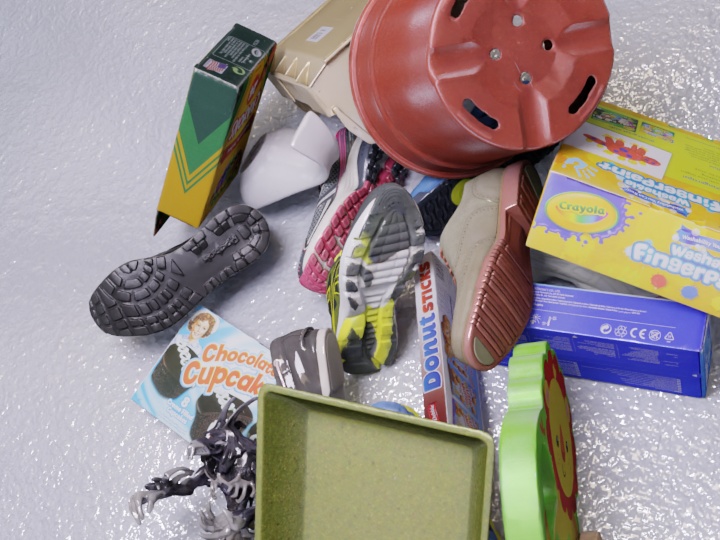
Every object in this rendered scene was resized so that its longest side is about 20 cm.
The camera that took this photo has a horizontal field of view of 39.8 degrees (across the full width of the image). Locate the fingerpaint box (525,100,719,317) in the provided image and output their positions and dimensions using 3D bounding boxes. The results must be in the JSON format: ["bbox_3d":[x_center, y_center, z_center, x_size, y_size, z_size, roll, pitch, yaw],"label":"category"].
[{"bbox_3d":[0.250,-0.051,0.806,0.198,0.074,0.167,20,35,9],"label":"fingerpaint box"}]

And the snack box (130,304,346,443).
[{"bbox_3d":[-0.116,0.127,0.952,0.199,0.037,0.117,28,75,31],"label":"snack box"}]

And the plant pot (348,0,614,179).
[{"bbox_3d":[0.103,-0.174,0.824,0.200,0.201,0.195,-40,12,-3],"label":"plant pot"}]

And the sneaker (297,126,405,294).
[{"bbox_3d":[-0.015,-0.064,0.999,0.074,0.081,0.202,0,54,38],"label":"sneaker"}]

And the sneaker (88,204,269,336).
[{"bbox_3d":[-0.179,0.006,1.020,0.198,0.088,0.076,-29,92,-4],"label":"sneaker"}]

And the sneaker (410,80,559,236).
[{"bbox_3d":[0.114,-0.113,0.982,0.200,0.066,0.078,-40,44,-3],"label":"sneaker"}]

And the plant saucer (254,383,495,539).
[{"bbox_3d":[0.013,0.195,0.775,0.197,0.048,0.203,9,104,26],"label":"plant saucer"}]

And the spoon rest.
[{"bbox_3d":[-0.072,-0.109,1.009,0.100,0.060,0.200,-61,18,-14],"label":"spoon rest"}]

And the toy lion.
[{"bbox_3d":[0.137,0.150,0.751,0.068,0.200,0.195,-8,79,19],"label":"toy lion"}]

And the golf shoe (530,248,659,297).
[{"bbox_3d":[0.199,-0.025,0.880,0.197,0.092,0.076,7,64,23],"label":"golf shoe"}]

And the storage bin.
[{"bbox_3d":[0.016,-0.231,1.008,0.198,0.094,0.200,-42,25,-3],"label":"storage bin"}]

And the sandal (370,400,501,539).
[{"bbox_3d":[0.048,0.185,0.828,0.079,0.087,0.201,-36,58,-3],"label":"sandal"}]

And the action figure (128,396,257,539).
[{"bbox_3d":[-0.128,0.208,0.845,0.118,0.101,0.203,-6,79,41],"label":"action figure"}]

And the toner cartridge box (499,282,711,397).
[{"bbox_3d":[0.189,0.055,0.837,0.197,0.095,0.044,8,65,24],"label":"toner cartridge box"}]

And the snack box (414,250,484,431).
[{"bbox_3d":[0.077,0.080,0.856,0.024,0.072,0.202,-23,44,22],"label":"snack box"}]

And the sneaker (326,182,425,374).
[{"bbox_3d":[0.000,0.000,0.896,0.073,0.202,0.085,-4,40,-23],"label":"sneaker"}]

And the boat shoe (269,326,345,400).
[{"bbox_3d":[-0.038,0.150,0.864,0.056,0.067,0.203,-8,88,17],"label":"boat shoe"}]

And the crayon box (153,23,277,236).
[{"bbox_3d":[-0.151,-0.135,1.022,0.050,0.201,0.127,23,35,-1],"label":"crayon box"}]

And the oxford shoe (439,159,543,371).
[{"bbox_3d":[0.099,-0.002,0.814,0.073,0.071,0.201,-9,44,34],"label":"oxford shoe"}]
